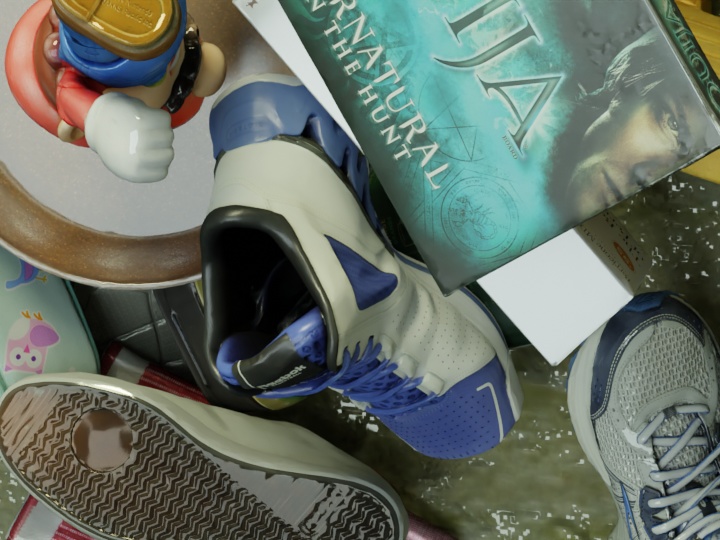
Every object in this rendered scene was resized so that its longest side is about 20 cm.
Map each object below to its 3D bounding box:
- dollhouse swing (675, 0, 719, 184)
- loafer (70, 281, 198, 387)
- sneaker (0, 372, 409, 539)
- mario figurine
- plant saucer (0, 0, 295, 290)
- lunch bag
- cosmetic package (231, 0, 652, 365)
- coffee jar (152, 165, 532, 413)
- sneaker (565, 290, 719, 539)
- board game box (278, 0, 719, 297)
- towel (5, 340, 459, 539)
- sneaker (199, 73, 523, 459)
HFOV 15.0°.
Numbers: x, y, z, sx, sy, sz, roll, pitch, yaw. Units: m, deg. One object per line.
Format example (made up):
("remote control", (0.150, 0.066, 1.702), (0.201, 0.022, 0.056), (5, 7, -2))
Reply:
("dollhouse swing", (0.133, -0.133, 1.100), (0.175, 0.200, 0.182), (5, 107, 24))
("loafer", (-0.120, -0.012, 1.352), (0.072, 0.063, 0.201), (-16, 114, 2))
("sneaker", (-0.074, 0.098, 1.285), (0.199, 0.085, 0.073), (20, 97, 3))
("mario figurine", (-0.082, -0.101, 1.121), (0.123, 0.200, 0.106), (-42, 87, -13))
("plant saucer", (-0.104, -0.092, 1.236), (0.200, 0.034, 0.201), (1, 104, 6))
("lunch bag", (-0.217, 0.020, 1.357), (0.200, 0.077, 0.161), (-11, 101, 57))
("cosmetic package", (0.038, -0.057, 1.141), (0.051, 0.083, 0.200), (-41, 90, 17))
("coffee jar", (0.000, 0.000, 1.273), (0.200, 0.085, 0.105), (-15, 110, 29))
("sneaker", (0.148, 0.102, 1.208), (0.085, 0.077, 0.201), (-133, 26, -57))
("board game box", (0.039, -0.107, 1.021), (0.135, 0.028, 0.200), (-29, 91, 30))
("towel", (-0.068, 0.139, 1.360), (0.200, 0.023, 0.144), (30, 117, -1))
("sneaker", (-0.015, 0.026, 1.159), (0.080, 0.115, 0.200), (-16, 126, 31))
